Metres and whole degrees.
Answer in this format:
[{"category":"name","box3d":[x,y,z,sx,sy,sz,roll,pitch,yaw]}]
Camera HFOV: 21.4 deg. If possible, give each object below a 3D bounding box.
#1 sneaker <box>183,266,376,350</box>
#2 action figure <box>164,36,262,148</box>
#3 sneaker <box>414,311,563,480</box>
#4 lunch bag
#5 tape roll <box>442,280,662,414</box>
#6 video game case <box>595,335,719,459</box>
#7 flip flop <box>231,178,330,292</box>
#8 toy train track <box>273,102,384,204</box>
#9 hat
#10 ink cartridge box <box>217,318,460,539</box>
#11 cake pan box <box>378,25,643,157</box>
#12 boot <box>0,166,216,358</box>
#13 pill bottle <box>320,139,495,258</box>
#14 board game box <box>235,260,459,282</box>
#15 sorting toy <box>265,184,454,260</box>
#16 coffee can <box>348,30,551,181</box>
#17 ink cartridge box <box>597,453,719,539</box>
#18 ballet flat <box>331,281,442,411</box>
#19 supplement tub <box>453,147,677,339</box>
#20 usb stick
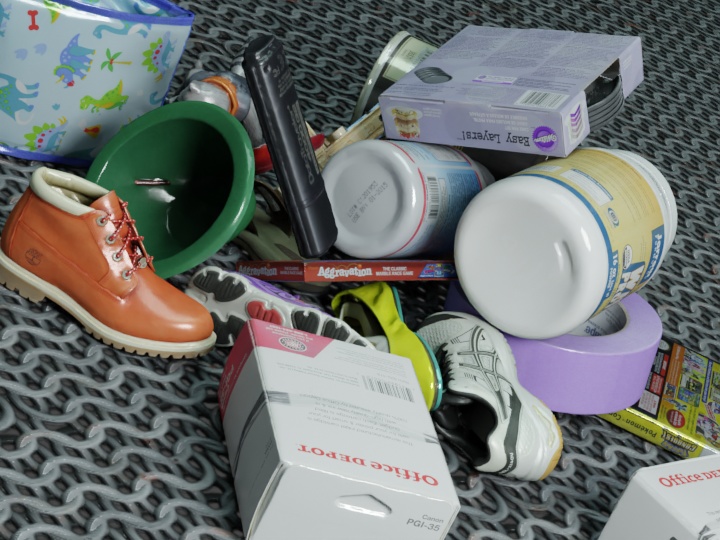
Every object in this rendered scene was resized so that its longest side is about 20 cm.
[{"category":"sneaker","box3d":[-0.052,0.050,1.597,0.200,0.081,0.083,33,20,18]},{"category":"action figure","box3d":[-0.162,-0.188,1.938,0.200,0.105,0.193,26,15,-2]},{"category":"sneaker","box3d":[0.091,0.100,1.626,0.088,0.076,0.200,5,31,-37]},{"category":"lunch bag","box3d":[-0.272,-0.192,1.760,0.200,0.170,0.127,15,27,-18]},{"category":"tape roll","box3d":[0.175,0.056,1.764,0.200,0.066,0.200,12,23,-5]},{"category":"video game case","box3d":[0.304,0.121,1.837,0.181,0.026,0.200,26,24,4]},{"category":"flip flop","box3d":[-0.098,-0.052,1.773,0.200,0.058,0.081,39,28,28]},{"category":"toy train track","box3d":[0.000,-0.128,1.819,0.200,0.033,0.115,-41,97,-26]},{"category":"hat","box3d":[-0.126,-0.047,1.697,0.176,0.200,0.166,41,22,-58]},{"category":"ink cartridge box","box3d":[-0.022,0.134,1.445,0.146,0.083,0.200,16,26,-19]},{"category":"cake pan box","box3d":[0.147,-0.172,1.779,0.200,0.052,0.184,7,33,29]},{"category":"boot","box3d":[-0.197,-0.005,1.538,0.200,0.107,0.075,27,23,2]},{"category":"pill bottle","box3d":[0.051,-0.066,1.780,0.109,0.109,0.200,37,18,24]},{"category":"board game box","box3d":[0.000,0.000,1.689,0.200,0.019,0.103,-1,0,-39]},{"category":"sorting toy","box3d":[0.013,-0.056,1.919,0.200,0.036,0.185,20,25,0]},{"category":"coffee can","box3d":[0.105,-0.140,1.940,0.200,0.146,0.146,25,24,12]},{"category":"ink cartridge box","box3d":[0.311,0.245,1.527,0.145,0.084,0.200,-2,36,-45]},{"category":"ballet flat","box3d":[0.015,0.068,1.646,0.067,0.067,0.200,2,25,-14]},{"category":"supplement tub","box3d":[0.189,-0.030,1.701,0.145,0.145,0.200,34,30,20]},{"category":"usb stick","box3d":[-0.061,-0.104,1.640,0.033,0.200,0.055,-4,28,25]}]
